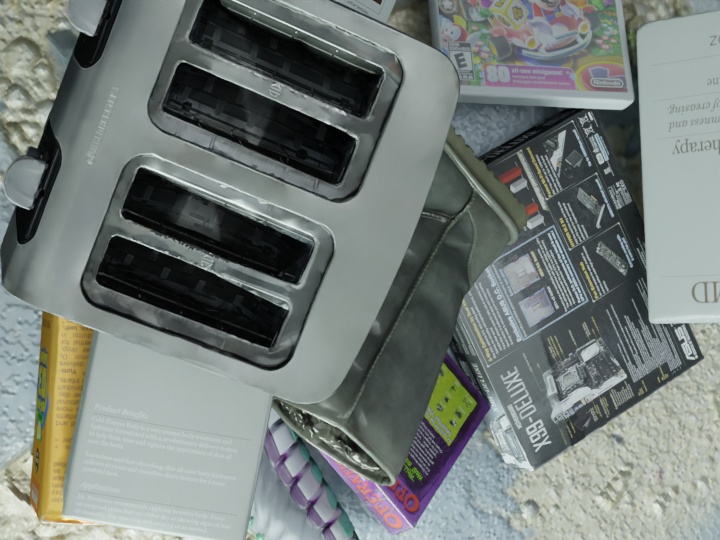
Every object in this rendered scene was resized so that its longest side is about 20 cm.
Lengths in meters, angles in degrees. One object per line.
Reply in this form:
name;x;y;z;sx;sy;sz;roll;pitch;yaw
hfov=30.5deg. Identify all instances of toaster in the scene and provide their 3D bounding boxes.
toaster;-0.059;-0.048;0.628;0.198;0.119;0.183;22;98;-14

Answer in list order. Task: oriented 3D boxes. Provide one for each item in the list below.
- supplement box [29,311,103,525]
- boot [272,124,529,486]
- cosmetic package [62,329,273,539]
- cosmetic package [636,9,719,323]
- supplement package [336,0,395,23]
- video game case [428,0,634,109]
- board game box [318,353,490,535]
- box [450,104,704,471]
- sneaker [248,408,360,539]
supplement box;-0.161;0.049;0.803;0.068;0.066;0.204;2;89;-19
boot;0.000;-0.001;0.798;0.181;0.072;0.201;40;73;-12
cosmetic package;-0.099;0.042;0.739;0.105;0.090;0.203;13;86;-12
cosmetic package;0.300;-0.070;0.885;0.165;0.166;0.204;-2;90;-46
supplement package;-0.048;-0.224;0.775;0.146;0.191;0.202;26;82;-17
video game case;0.110;-0.210;0.898;0.141;0.018;0.203;0;76;-19
board game box;-0.008;0.054;0.846;0.201;0.032;0.120;51;43;-10
box;0.130;0.012;0.914;0.156;0.050;0.202;-30;99;-17
sneaker;-0.061;0.151;0.844;0.087;0.074;0.202;-30;89;-6
